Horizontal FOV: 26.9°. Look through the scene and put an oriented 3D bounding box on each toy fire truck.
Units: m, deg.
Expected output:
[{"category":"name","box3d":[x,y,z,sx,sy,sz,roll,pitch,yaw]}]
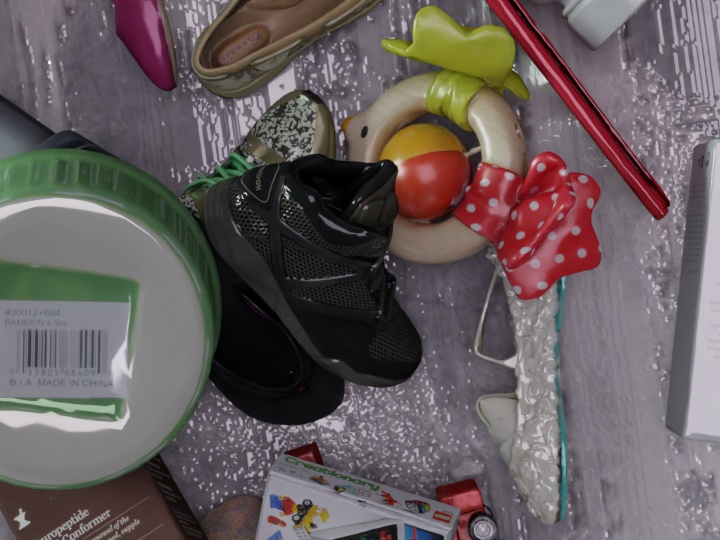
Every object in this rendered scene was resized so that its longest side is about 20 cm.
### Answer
[{"category":"toy fire truck","box3d":[0.030,0.208,1.036,0.140,0.049,0.201,-15,91,1]}]

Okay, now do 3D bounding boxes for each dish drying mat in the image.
[{"category":"dish drying mat","box3d":[0.144,-0.119,1.016,0.018,0.077,0.200,-38,90,9]}]

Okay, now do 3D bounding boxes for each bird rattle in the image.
[{"category":"bird rattle","box3d":[0.069,-0.069,1.008,0.162,0.113,0.201,-24,84,28]}]

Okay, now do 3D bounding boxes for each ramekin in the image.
[{"category":"ramekin","box3d":[-0.178,0.032,0.894,0.199,0.098,0.201,-2,101,-10]}]

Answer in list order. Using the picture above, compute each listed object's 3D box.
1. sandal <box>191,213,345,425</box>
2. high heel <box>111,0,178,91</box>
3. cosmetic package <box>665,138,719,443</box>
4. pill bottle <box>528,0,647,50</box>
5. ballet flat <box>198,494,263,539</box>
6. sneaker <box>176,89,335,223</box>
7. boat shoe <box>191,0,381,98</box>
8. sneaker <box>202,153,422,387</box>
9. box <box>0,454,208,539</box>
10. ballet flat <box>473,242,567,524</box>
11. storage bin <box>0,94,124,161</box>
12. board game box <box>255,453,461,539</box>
[{"category":"sandal","box3d":[-0.079,0.045,0.993,0.075,0.048,0.200,-43,123,0]},{"category":"high heel","box3d":[-0.193,-0.200,1.025,0.096,0.067,0.201,-22,75,-9]},{"category":"cosmetic package","box3d":[0.271,0.017,1.019,0.101,0.071,0.201,6,91,0]},{"category":"pill bottle","box3d":[0.120,-0.250,0.996,0.113,0.113,0.200,-44,90,1]},{"category":"ballet flat","box3d":[-0.121,0.246,1.029,0.068,0.067,0.201,33,91,-7]},{"category":"sneaker","box3d":[-0.091,-0.040,1.006,0.077,0.089,0.200,37,90,22]},{"category":"boat shoe","box3d":[-0.033,-0.193,1.025,0.200,0.063,0.073,-45,89,1]},{"category":"sneaker","box3d":[0.000,0.000,0.976,0.114,0.076,0.200,-21,125,30]},{"category":"box","box3d":[-0.187,0.135,1.000,0.100,0.075,0.200,-33,71,-1]},{"category":"ballet flat","box3d":[0.109,0.070,1.027,0.071,0.072,0.201,1,83,1]},{"category":"storage bin","box3d":[-0.278,-0.039,1.001,0.134,0.146,0.200,38,91,10]},{"category":"board game box","box3d":[-0.016,0.232,1.003,0.126,0.035,0.201,16,111,10]}]
